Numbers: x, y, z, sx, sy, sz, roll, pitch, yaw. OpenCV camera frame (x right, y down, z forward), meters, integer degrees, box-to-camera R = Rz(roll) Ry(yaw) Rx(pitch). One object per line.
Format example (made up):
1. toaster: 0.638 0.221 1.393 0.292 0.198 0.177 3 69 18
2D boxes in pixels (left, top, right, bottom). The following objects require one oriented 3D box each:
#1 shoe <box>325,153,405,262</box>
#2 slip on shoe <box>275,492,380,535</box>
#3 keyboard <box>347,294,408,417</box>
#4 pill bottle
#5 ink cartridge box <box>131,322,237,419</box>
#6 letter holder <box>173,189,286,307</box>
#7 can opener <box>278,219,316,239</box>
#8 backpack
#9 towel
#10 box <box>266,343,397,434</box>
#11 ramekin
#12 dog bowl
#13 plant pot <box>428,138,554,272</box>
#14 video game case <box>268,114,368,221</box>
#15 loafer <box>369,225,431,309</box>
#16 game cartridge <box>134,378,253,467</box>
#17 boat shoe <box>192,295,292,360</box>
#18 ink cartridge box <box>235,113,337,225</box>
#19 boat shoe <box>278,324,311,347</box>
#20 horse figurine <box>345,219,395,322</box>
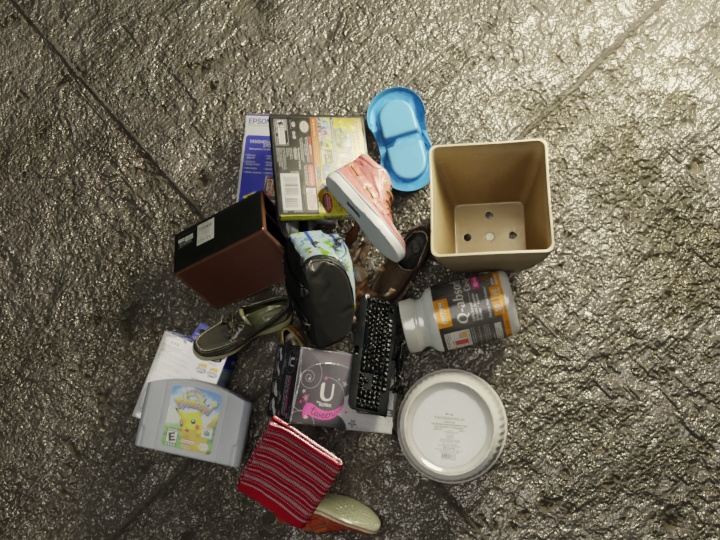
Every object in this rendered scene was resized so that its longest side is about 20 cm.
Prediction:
1. shoe: 0.033 -0.115 1.484 0.091 0.072 0.201 -36 76 -19
2. slip on shoe: -0.061 0.439 1.506 0.197 0.074 0.062 9 106 9
3. keyboard: 0.040 0.142 1.429 0.103 0.040 0.203 16 68 -24
4. pill bottle: 0.173 0.077 1.493 0.197 0.116 0.118 -14 80 6
5. ink cartridge box: -0.318 0.199 1.569 0.135 0.076 0.202 20 87 9
6. letter holder: -0.226 -0.033 1.576 0.198 0.142 0.101 -25 47 17
7. can opener: -0.115 -0.146 1.555 0.062 0.079 0.203 -8 73 15
8. backpack: -0.072 0.011 1.454 0.152 0.200 0.165 -20 117 -22
9. towel: -0.123 0.345 1.423 0.144 0.023 0.201 32 128 5
10. box: -0.045 0.207 1.462 0.198 0.114 0.134 12 82 -25
11. ramekin: 0.158 0.272 1.473 0.197 0.105 0.203 -1 82 8
12. dog bowl: 0.080 -0.241 1.586 0.110 0.050 0.203 -15 79 6
13. plant pot: 0.225 -0.090 1.467 0.197 0.177 0.203 -2 69 8
14. video game case: -0.072 -0.189 1.538 0.178 0.026 0.203 -2 72 -15
15. loafer: 0.066 0.001 1.542 0.072 0.071 0.202 29 87 11
16. game cartridge: -0.296 0.264 1.504 0.197 0.040 0.135 9 80 8
17. boat shoe: -0.214 0.096 1.538 0.199 0.066 0.072 -23 58 -22
18. ink cartridge box: -0.133 -0.193 1.615 0.195 0.047 0.203 4 81 11
19. boat shoe: -0.101 0.196 1.541 0.071 0.068 0.202 -29 79 3
20. horse figurine: 0.000 0.000 1.538 0.132 0.049 0.202 -37 52 39
